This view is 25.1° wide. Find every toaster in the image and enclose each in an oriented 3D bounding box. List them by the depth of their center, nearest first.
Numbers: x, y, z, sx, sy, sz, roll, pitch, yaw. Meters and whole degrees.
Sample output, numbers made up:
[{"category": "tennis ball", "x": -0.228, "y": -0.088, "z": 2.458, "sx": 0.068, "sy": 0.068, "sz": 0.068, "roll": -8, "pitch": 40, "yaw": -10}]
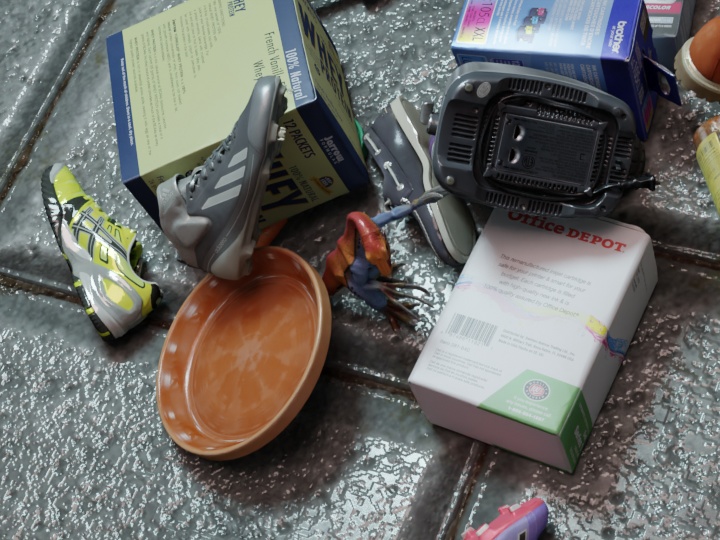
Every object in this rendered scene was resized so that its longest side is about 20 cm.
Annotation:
[{"category": "toaster", "x": 0.150, "y": -0.114, "z": 1.380, "sx": 0.198, "sy": 0.129, "sz": 0.115, "roll": 9, "pitch": 105, "yaw": -5}]

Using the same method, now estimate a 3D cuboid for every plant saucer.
[{"category": "plant saucer", "x": -0.103, "y": 0.076, "z": 1.457, "sx": 0.199, "sy": 0.032, "sz": 0.202, "roll": -22, "pitch": 53, "yaw": 31}]

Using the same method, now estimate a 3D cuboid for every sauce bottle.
[{"category": "sauce bottle", "x": 0.343, "y": -0.044, "z": 1.395, "sx": 0.065, "sy": 0.066, "sz": 0.202, "roll": -16, "pitch": 58, "yaw": 8}]

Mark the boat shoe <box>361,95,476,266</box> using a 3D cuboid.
[{"category": "boat shoe", "x": 0.052, "y": -0.074, "z": 1.516, "sx": 0.062, "sy": 0.072, "sz": 0.201, "roll": -34, "pitch": 51, "yaw": 19}]

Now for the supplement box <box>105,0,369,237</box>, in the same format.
[{"category": "supplement box", "x": -0.120, "y": -0.155, "z": 1.554, "sx": 0.198, "sy": 0.135, "sz": 0.201, "roll": -22, "pitch": 51, "yaw": 11}]

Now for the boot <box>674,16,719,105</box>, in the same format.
[{"category": "boot", "x": 0.386, "y": -0.185, "z": 1.406, "sx": 0.198, "sy": 0.107, "sz": 0.076, "roll": 8, "pitch": 57, "yaw": -17}]

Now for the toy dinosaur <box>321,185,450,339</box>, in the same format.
[{"category": "toy dinosaur", "x": 0.000, "y": 0.000, "z": 1.406, "sx": 0.198, "sy": 0.181, "sz": 0.106, "roll": -14, "pitch": 66, "yaw": 18}]

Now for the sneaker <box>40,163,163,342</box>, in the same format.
[{"category": "sneaker", "x": -0.255, "y": -0.024, "z": 1.584, "sx": 0.076, "sy": 0.076, "sz": 0.201, "roll": -25, "pitch": 66, "yaw": -7}]

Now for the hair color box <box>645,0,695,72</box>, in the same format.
[{"category": "hair color box", "x": 0.277, "y": -0.291, "z": 1.567, "sx": 0.098, "sy": 0.061, "sz": 0.202, "roll": 5, "pitch": 61, "yaw": 21}]

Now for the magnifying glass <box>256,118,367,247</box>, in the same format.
[{"category": "magnifying glass", "x": -0.067, "y": -0.072, "z": 1.576, "sx": 0.079, "sy": 0.022, "sz": 0.201, "roll": 28, "pitch": 70, "yaw": 31}]

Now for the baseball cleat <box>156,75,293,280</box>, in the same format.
[{"category": "baseball cleat", "x": -0.125, "y": -0.084, "z": 1.425, "sx": 0.105, "sy": 0.202, "sz": 0.070, "roll": 15, "pitch": 25, "yaw": 2}]

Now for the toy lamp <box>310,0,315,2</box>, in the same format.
[{"category": "toy lamp", "x": -0.057, "y": -0.288, "z": 1.678, "sx": 0.198, "sy": 0.058, "sz": 0.059, "roll": -21, "pitch": 56, "yaw": 5}]

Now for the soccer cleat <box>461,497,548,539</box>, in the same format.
[{"category": "soccer cleat", "x": 0.085, "y": 0.266, "z": 1.305, "sx": 0.200, "sy": 0.067, "sz": 0.077, "roll": -40, "pitch": 87, "yaw": -14}]

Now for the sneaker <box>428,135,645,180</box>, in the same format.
[{"category": "sneaker", "x": 0.162, "y": -0.117, "z": 1.493, "sx": 0.198, "sy": 0.077, "sz": 0.088, "roll": 4, "pitch": 14, "yaw": -3}]

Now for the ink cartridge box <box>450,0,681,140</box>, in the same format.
[{"category": "ink cartridge box", "x": 0.197, "y": -0.190, "z": 1.486, "sx": 0.198, "sy": 0.137, "sz": 0.077, "roll": 6, "pitch": 65, "yaw": 21}]

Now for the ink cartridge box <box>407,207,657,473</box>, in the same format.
[{"category": "ink cartridge box", "x": 0.152, "y": 0.050, "z": 1.389, "sx": 0.144, "sy": 0.084, "sz": 0.201, "roll": 18, "pitch": 67, "yaw": 26}]
